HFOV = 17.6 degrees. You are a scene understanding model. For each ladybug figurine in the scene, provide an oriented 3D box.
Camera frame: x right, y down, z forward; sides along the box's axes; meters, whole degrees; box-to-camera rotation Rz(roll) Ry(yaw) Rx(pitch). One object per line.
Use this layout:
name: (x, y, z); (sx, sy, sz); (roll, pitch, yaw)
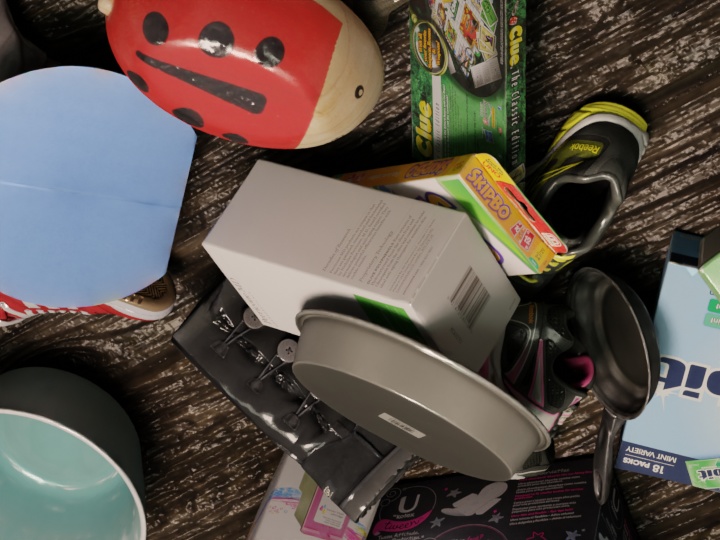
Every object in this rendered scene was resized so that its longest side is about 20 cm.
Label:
ladybug figurine: (-0.082, -0.139, 1.547); (0.198, 0.072, 0.136); (18, 132, -5)

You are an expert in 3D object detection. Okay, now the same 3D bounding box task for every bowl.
bowl: (-0.255, 0.157, 1.875); (0.199, 0.105, 0.202); (7, 127, 10)

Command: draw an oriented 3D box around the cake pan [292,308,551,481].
cake pan: (0.036, 0.091, 1.623); (0.199, 0.037, 0.200); (26, 166, 7)

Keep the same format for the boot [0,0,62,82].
boot: (-0.245, -0.160, 1.673); (0.131, 0.070, 0.200); (23, 135, -12)

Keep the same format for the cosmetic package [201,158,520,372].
cosmetic package: (0.000, 0.000, 1.643); (0.199, 0.085, 0.108); (14, 152, 40)

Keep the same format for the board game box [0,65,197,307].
board game box: (-0.207, -0.067, 1.686); (0.157, 0.039, 0.201); (7, 122, -14)

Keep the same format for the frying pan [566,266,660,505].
frying pan: (0.193, 0.088, 1.701); (0.031, 0.115, 0.192); (-17, 102, -21)

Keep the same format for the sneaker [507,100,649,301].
sneaker: (0.128, -0.034, 1.648); (0.074, 0.085, 0.200); (29, 127, -7)

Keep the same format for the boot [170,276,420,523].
boot: (-0.023, 0.066, 1.762); (0.200, 0.165, 0.066); (43, 153, 9)

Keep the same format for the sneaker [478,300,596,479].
sneaker: (0.133, 0.091, 1.719); (0.085, 0.081, 0.200); (-3, 149, 11)

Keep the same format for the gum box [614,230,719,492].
gum box: (0.290, 0.079, 1.716); (0.168, 0.045, 0.201); (13, 127, 5)

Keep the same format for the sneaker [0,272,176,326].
sneaker: (-0.241, 0.018, 1.790); (0.199, 0.071, 0.113); (23, 125, 7)

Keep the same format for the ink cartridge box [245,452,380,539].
ink cartridge box: (-0.049, 0.221, 1.796); (0.084, 0.201, 0.145); (24, 141, -1)

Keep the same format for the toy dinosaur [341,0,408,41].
toy dinosaur: (-0.037, -0.176, 1.606); (0.198, 0.077, 0.103); (-13, 134, 17)

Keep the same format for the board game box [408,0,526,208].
board game box: (0.072, -0.143, 1.585); (0.105, 0.023, 0.201); (34, 140, 38)

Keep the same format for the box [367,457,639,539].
box: (0.115, 0.240, 1.837); (0.198, 0.115, 0.133); (-10, 124, 22)

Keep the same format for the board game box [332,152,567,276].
board game box: (0.057, -0.035, 1.641); (0.096, 0.030, 0.199); (49, 152, -21)

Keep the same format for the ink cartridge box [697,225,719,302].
ink cartridge box: (0.345, 0.028, 1.591); (0.145, 0.088, 0.201); (-36, 96, 16)
